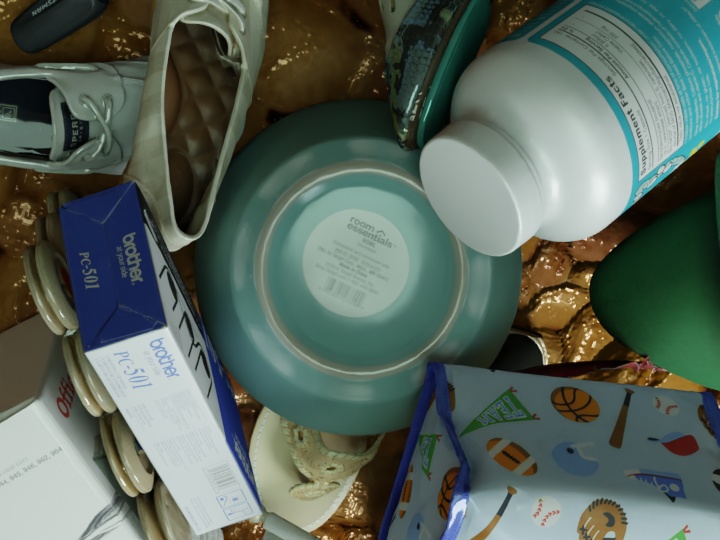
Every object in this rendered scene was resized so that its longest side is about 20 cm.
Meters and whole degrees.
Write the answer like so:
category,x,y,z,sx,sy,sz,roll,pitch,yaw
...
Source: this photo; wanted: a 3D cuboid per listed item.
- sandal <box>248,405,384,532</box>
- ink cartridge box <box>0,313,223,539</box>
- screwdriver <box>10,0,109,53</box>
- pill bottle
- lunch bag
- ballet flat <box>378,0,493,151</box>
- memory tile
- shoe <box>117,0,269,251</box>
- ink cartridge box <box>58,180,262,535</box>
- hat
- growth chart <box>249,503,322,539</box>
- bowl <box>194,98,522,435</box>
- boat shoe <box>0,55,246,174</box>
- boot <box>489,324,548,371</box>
category,x,y,z,sx,sy,sz,roll,pitch,yaw
sandal,-0.016,0.089,0.853,0.077,0.070,0.213,19,107,-13
ink cartridge box,-0.164,0.140,0.815,0.084,0.146,0.201,-29,111,5
screwdriver,-0.113,-0.172,0.740,0.199,0.029,0.028,-25,126,26
pill bottle,0.124,-0.089,0.724,0.200,0.110,0.111,-37,114,-27
lunch bag,0.097,0.165,0.733,0.169,0.124,0.201,9,126,-10
ballet flat,0.048,-0.159,0.745,0.074,0.074,0.201,33,74,-17
memory tile,-0.138,0.058,0.780,0.017,0.153,0.201,-20,109,2
shoe,-0.084,-0.106,0.748,0.070,0.053,0.202,16,82,-27
ink cartridge box,-0.102,0.054,0.729,0.044,0.094,0.201,-17,144,-2
hat,0.152,0.024,0.827,0.175,0.200,0.167,-11,69,24
growth chart,-0.059,0.253,0.900,0.144,0.018,0.201,29,111,24
bowl,0.000,0.000,0.772,0.199,0.105,0.203,0,92,-2
boat shoe,-0.164,-0.083,0.776,0.198,0.065,0.074,-2,110,-6
boot,0.079,0.146,0.848,0.077,0.138,0.201,13,108,-11
